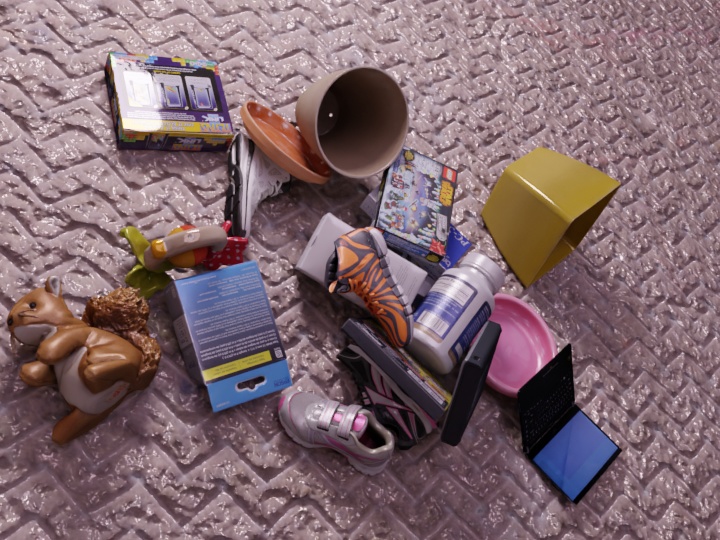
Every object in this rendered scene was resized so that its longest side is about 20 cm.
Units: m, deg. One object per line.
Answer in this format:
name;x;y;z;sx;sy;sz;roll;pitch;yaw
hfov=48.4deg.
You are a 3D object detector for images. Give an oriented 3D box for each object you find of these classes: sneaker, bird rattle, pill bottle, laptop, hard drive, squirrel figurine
sneaker;0.005;0.038;1.261;0.111;0.077;0.203;-18;81;-33
bird rattle;-0.260;-0.025;1.215;0.197;0.163;0.115;-8;82;-22
pill bottle;0.161;0.069;1.373;0.111;0.111;0.201;40;69;0
sneaker;0.029;0.204;1.278;0.199;0.081;0.086;41;78;16
laptop;0.369;0.265;1.401;0.176;0.102;0.203;-31;121;-39
sneaker;-0.029;0.234;1.216;0.198;0.088;0.082;26;52;-12
sneaker;-0.169;-0.136;1.379;0.114;0.076;0.204;14;60;-27
hard drive;0.180;0.176;1.283;0.032;0.142;0.200;19;19;14
squirrel figurine;-0.380;0.097;1.102;0.186;0.142;0.199;43;35;15

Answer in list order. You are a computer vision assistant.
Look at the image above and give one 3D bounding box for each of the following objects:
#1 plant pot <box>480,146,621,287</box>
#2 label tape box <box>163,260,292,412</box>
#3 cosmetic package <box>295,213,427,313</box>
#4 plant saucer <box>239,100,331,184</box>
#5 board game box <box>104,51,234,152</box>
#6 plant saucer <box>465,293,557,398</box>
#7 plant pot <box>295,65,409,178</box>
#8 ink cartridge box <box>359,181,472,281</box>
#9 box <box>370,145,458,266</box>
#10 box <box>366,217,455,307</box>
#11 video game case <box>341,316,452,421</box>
plant pot;0.361;-0.126;1.597;0.176;0.201;0.199;44;50;17
label tape box;-0.200;0.101;1.216;0.142;0.066;0.203;-14;84;-35
cosmetic package;0.000;0.000;1.355;0.198;0.085;0.109;32;85;-7
plant saucer;-0.135;-0.223;1.426;0.200;0.032;0.201;39;18;-15
board game box;-0.334;-0.292;1.398;0.197;0.057;0.168;-2;64;-30
plant saucer;0.267;0.141;1.461;0.197;0.051;0.203;14;56;-21
plant pot;-0.038;-0.279;1.453;0.184;0.199;0.191;-9;110;-26
ink cartridge box;0.102;-0.083;1.461;0.200;0.044;0.094;45;52;3
box;0.098;-0.121;1.428;0.135;0.040;0.203;22;55;-14
box;0.081;-0.050;1.484;0.154;0.041;0.202;30;52;-9
video game case;0.064;0.151;1.273;0.200;0.026;0.181;43;6;10
